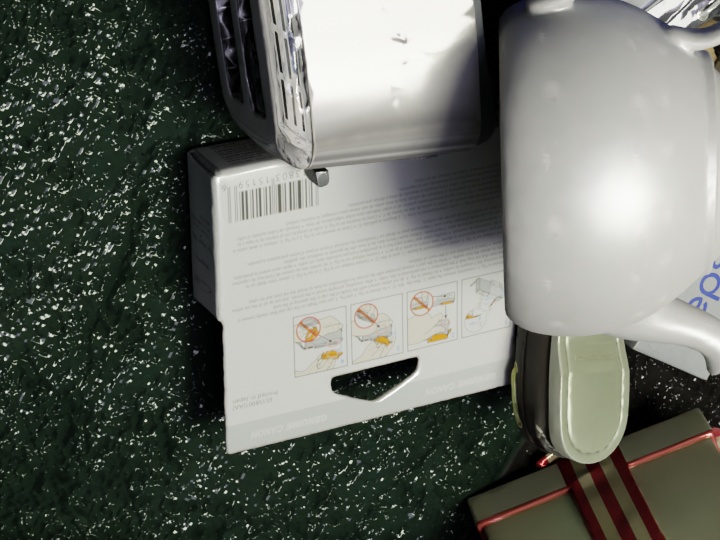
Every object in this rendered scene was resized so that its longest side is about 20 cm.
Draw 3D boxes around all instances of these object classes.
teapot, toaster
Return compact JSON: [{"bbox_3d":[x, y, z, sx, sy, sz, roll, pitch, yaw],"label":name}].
[{"bbox_3d":[0.147,-0.061,1.276,0.145,0.200,0.198,-2,73,4],"label":"teapot"},{"bbox_3d":[-0.007,-0.147,1.263,0.129,0.114,0.201,-15,114,-20],"label":"toaster"}]

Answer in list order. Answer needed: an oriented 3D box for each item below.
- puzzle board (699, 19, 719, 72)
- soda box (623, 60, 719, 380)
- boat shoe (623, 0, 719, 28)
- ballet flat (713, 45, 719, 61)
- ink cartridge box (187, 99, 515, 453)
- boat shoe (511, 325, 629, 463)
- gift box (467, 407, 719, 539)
[{"bbox_3d":[0.164,-0.106,1.434,0.150,0.017,0.201,-6,113,-25],"label":"puzzle board"},{"bbox_3d":[0.220,-0.040,1.444,0.068,0.063,0.201,23,100,-34],"label":"soda box"},{"bbox_3d":[0.200,-0.175,1.370,0.200,0.072,0.068,-37,121,-6],"label":"boat shoe"},{"bbox_3d":[0.280,-0.169,1.415,0.200,0.067,0.047,-42,120,-35],"label":"ballet flat"},{"bbox_3d":[0.000,0.000,1.375,0.199,0.044,0.174,-12,118,-24],"label":"ink cartridge box"},{"bbox_3d":[0.126,0.011,1.414,0.071,0.060,0.202,5,92,-34],"label":"boat shoe"},{"bbox_3d":[0.192,0.211,1.483,0.199,0.187,0.185,-18,118,-3],"label":"gift box"}]
